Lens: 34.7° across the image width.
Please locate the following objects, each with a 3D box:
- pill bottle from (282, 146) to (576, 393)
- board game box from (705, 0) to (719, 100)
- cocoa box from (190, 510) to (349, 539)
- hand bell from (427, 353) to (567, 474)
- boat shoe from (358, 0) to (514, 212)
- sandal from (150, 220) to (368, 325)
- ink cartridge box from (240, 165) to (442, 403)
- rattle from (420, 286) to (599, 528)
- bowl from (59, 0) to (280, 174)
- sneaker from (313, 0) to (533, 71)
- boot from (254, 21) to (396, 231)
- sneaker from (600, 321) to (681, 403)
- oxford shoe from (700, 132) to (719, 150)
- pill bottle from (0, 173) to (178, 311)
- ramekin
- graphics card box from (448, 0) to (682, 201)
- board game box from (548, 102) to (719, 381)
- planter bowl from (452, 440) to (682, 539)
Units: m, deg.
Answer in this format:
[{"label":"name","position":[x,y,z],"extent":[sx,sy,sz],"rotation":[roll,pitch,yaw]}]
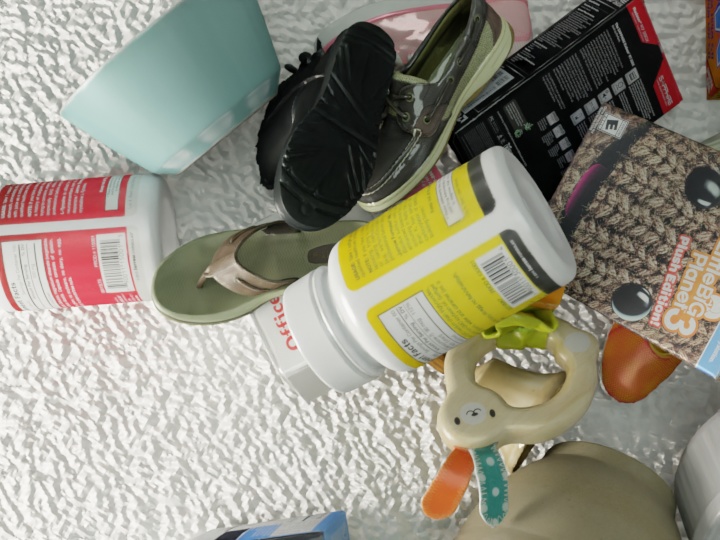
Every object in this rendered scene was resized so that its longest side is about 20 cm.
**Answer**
[{"label":"pill bottle","position":[0.048,0.004,0.858],"extent":[0.200,0.114,0.114],"rotation":[-30,85,17]},{"label":"board game box","position":[0.417,-0.264,0.974],"extent":[0.199,0.200,0.201],"rotation":[0,86,1]},{"label":"cocoa box","position":[-0.067,0.315,0.964],"extent":[0.131,0.133,0.201],"rotation":[-9,84,6]},{"label":"hand bell","position":[0.076,0.083,1.020],"extent":[0.200,0.104,0.104],"rotation":[31,86,15]},{"label":"boat shoe","position":[0.048,-0.143,0.953],"extent":[0.066,0.072,0.201],"rotation":[41,83,-39]},{"label":"sandal","position":[-0.077,-0.011,0.940],"extent":[0.200,0.057,0.080],"rotation":[-13,66,6]},{"label":"ink cartridge box","position":[0.000,0.000,0.998],"extent":[0.200,0.083,0.147],"rotation":[-28,64,-1]},{"label":"rattle","position":[0.111,0.083,0.891],"extent":[0.130,0.143,0.200],"rotation":[36,58,14]},{"label":"bowl","position":[-0.146,-0.158,0.988],"extent":[0.201,0.201,0.105],"rotation":[-40,99,-2]},{"label":"sneaker","position":[0.063,-0.187,1.031],"extent":[0.200,0.075,0.105],"rotation":[-11,75,-4]},{"label":"boot","position":[-0.046,-0.107,0.970],"extent":[0.073,0.162,0.199],"rotation":[26,68,-20]},{"label":"sneaker","position":[0.282,0.031,1.015],"extent":[0.073,0.077,0.200],"rotation":[38,89,2]},{"label":"oxford shoe","position":[0.320,-0.089,1.037],"extent":[0.200,0.058,0.075],"rotation":[-29,92,13]},{"label":"pill bottle","position":[-0.266,-0.023,1.009],"extent":[0.199,0.112,0.113],"rotation":[-4,85,0]},{"label":"ramekin","position":[0.355,0.181,0.953],"extent":[0.202,0.094,0.203],"rotation":[-7,128,-9]},{"label":"graphics card box","position":[0.175,-0.143,1.011],"extent":[0.200,0.051,0.126],"rotation":[-38,128,-2]},{"label":"board game box","position":[0.261,-0.021,0.948],"extent":[0.200,0.097,0.160],"rotation":[31,99,36]},{"label":"planter bowl","position":[0.185,0.229,0.958],"extent":[0.200,0.200,0.135],"rotation":[31,59,3]}]
